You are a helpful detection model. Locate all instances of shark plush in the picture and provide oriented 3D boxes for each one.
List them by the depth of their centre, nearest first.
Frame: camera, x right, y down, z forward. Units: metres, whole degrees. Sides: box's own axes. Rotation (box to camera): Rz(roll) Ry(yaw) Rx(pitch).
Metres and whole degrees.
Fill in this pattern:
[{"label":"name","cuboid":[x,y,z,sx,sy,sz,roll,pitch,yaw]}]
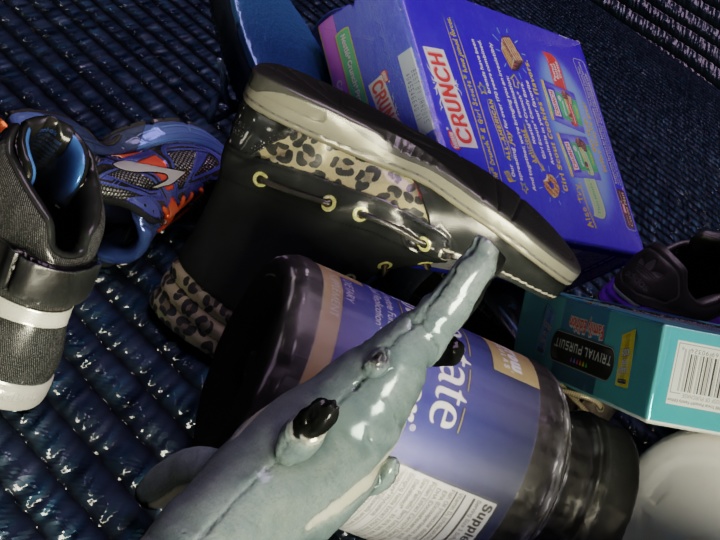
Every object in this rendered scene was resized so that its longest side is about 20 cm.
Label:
[{"label":"shark plush","cuboid":[-0.011,0.073,0.562,0.091,0.199,0.083,56,0,16]}]

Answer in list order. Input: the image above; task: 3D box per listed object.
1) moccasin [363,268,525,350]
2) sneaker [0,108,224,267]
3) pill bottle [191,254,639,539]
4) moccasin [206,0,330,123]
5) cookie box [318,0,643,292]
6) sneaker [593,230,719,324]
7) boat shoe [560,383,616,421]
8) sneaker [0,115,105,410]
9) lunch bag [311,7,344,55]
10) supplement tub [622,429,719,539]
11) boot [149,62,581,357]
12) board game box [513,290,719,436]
[{"label":"moccasin","cuboid":[0.042,-0.003,0.951,0.199,0.081,0.068,30,25,0]},{"label":"sneaker","cuboid":[-0.135,-0.037,0.814,0.199,0.075,0.079,-5,55,-53]},{"label":"pill bottle","cuboid":[0.029,0.079,0.690,0.199,0.112,0.112,24,21,-18]},{"label":"moccasin","cuboid":[-0.056,-0.091,0.908,0.080,0.068,0.201,-8,73,-49]},{"label":"cookie box","cuboid":[0.081,-0.083,0.931,0.199,0.075,0.172,9,60,-47]},{"label":"sneaker","cuboid":[0.222,0.027,0.917,0.200,0.100,0.070,13,24,-50]},{"label":"boat shoe","cuboid":[0.113,0.082,0.857,0.074,0.074,0.200,33,20,7]},{"label":"sneaker","cuboid":[-0.175,-0.038,0.676,0.073,0.112,0.200,10,29,-45]},{"label":"lunch bag","cuboid":[0.032,-0.097,1.067,0.199,0.136,0.132,13,26,-40]},{"label":"supplement tub","cuboid":[0.239,0.148,0.808,0.199,0.123,0.123,6,32,-48]},{"label":"boot","cuboid":[-0.001,-0.001,0.776,0.203,0.154,0.074,29,16,-5]},{"label":"board game box","cuboid":[0.181,0.052,0.741,0.150,0.047,0.200,11,2,-12]}]
